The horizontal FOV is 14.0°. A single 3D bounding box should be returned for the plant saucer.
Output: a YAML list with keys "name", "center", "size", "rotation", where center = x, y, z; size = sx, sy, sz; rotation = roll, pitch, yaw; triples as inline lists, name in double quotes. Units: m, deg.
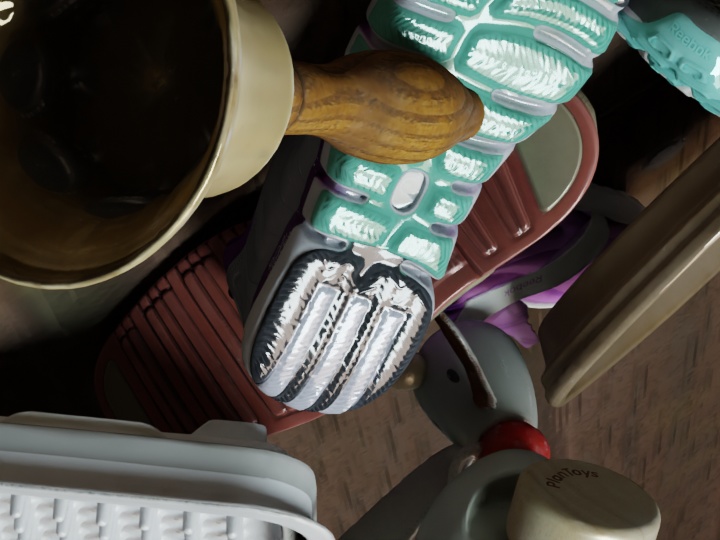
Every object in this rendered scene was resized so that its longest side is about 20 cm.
- name: "plant saucer"
  center: [0.137, -0.026, 1.097]
  size: [0.200, 0.029, 0.200]
  rotation: [-42, 174, -6]

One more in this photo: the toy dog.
- name: "toy dog"
  center: [0.029, 0.080, 1.015]
  size: [0.096, 0.133, 0.200]
  rotation: [13, -177, -16]

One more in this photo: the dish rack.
- name: "dish rack"
  center: [-0.091, 0.092, 1.019]
  size: [0.170, 0.044, 0.200]
  rotation: [6, 158, 1]

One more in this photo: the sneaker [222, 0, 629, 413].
- name: "sneaker"
  center: [0.011, -0.058, 0.913]
  size: [0.074, 0.088, 0.201]
  rotation: [24, 105, -30]

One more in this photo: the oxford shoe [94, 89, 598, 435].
- name: "oxford shoe"
  center: [0.000, 0.000, 1.006]
  size: [0.199, 0.071, 0.075]
  rotation: [-30, -179, 13]

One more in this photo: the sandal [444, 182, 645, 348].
- name: "sandal"
  center: [0.064, 0.002, 1.144]
  size: [0.202, 0.050, 0.082]
  rotation: [-9, 149, -52]

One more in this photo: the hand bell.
- name: "hand bell"
  center: [-0.023, -0.047, 0.781]
  size: [0.104, 0.104, 0.200]
  rotation: [-42, 160, 23]

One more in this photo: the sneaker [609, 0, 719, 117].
- name: "sneaker"
  center: [0.142, -0.110, 0.950]
  size: [0.091, 0.077, 0.200]
  rotation: [-54, 173, 29]
